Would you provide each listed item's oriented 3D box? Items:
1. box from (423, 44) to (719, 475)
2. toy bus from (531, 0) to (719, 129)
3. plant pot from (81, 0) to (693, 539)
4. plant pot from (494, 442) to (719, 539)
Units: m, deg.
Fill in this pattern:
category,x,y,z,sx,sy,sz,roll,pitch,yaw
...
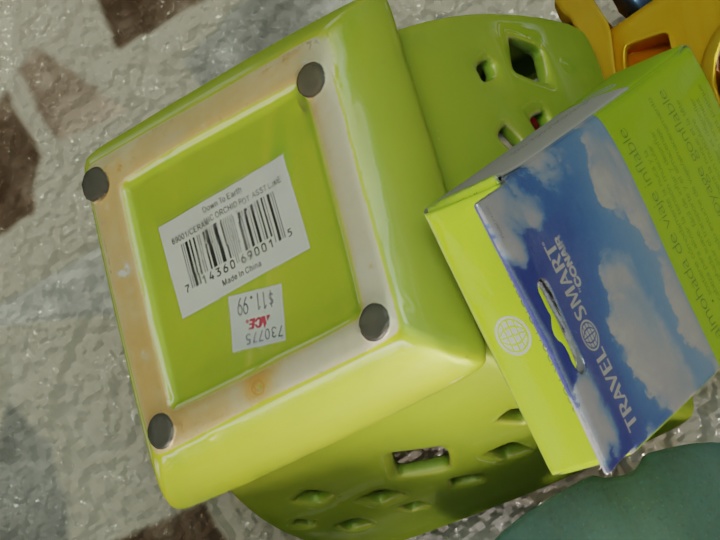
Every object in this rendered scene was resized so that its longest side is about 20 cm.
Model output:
category,x,y,z,sx,sy,sz,roll,pitch,yaw
box,0.104,-0.004,1.035,0.048,0.200,0.122,-22,98,38
toy bus,0.154,-0.095,1.202,0.192,0.136,0.200,-17,68,18
plant pot,0.000,0.000,1.109,0.200,0.181,0.199,-27,68,31
plant pot,0.146,0.192,1.066,0.200,0.200,0.196,-24,62,-3
